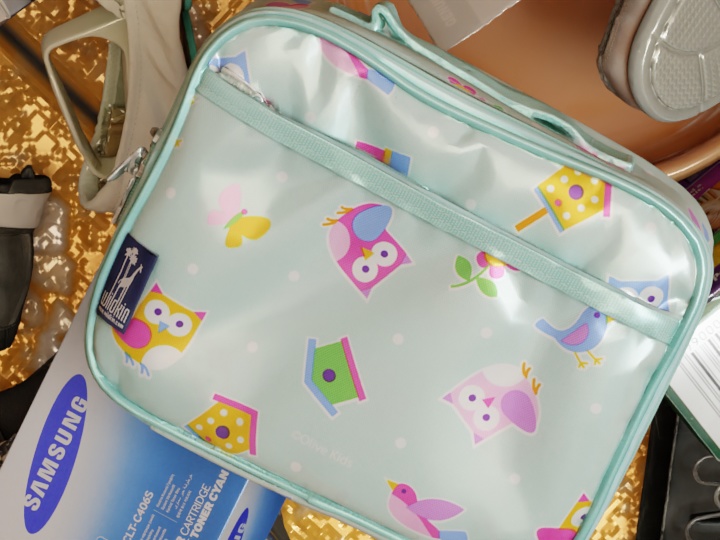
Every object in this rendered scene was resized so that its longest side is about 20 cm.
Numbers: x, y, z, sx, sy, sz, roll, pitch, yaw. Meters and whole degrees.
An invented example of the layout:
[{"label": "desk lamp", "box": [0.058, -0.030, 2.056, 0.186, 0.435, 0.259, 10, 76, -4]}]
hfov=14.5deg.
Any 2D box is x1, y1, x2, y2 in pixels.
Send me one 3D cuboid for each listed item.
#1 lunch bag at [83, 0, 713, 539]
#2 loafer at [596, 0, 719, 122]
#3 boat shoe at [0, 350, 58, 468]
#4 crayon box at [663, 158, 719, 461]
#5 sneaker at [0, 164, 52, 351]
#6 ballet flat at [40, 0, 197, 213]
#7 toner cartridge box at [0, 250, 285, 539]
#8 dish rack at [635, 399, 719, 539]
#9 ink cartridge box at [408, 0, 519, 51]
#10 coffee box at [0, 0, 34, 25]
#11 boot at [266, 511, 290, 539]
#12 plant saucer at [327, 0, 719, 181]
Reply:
[{"label": "lunch bag", "box": [0.011, 0.001, 0.952, 0.200, 0.077, 0.161, 26, 107, 1]}, {"label": "loafer", "box": [0.144, -0.139, 1.048, 0.200, 0.063, 0.072, -52, 137, -16]}, {"label": "boat shoe", "box": [-0.162, 0.085, 1.120, 0.060, 0.074, 0.200, 41, 102, -12]}, {"label": "crayon box", "box": [0.175, -0.035, 1.066, 0.200, 0.173, 0.058, -38, 106, 3]}, {"label": "sneaker", "box": [-0.222, 0.002, 1.105, 0.199, 0.066, 0.091, 1, 96, -6]}, {"label": "ballet flat", "box": [-0.090, -0.101, 1.069, 0.069, 0.070, 0.200, -3, 124, -3]}, {"label": "toner cartridge box", "box": [-0.056, 0.028, 1.045, 0.095, 0.043, 0.200, 25, 90, 24]}, {"label": "dish rack", "box": [0.163, 0.124, 1.072, 0.054, 0.200, 0.154, -1, 111, -15]}, {"label": "ink cartridge box", "box": [0.098, -0.163, 1.025, 0.200, 0.163, 0.057, -38, 128, 9]}, {"label": "coffee box", "box": [-0.186, -0.099, 1.025, 0.113, 0.200, 0.080, -33, 99, 1]}, {"label": "boot", "box": [-0.040, 0.164, 1.122, 0.075, 0.097, 0.201, -21, 98, 0]}, {"label": "plant saucer", "box": [0.081, -0.119, 1.089, 0.199, 0.037, 0.201, 0, 72, 1]}]
